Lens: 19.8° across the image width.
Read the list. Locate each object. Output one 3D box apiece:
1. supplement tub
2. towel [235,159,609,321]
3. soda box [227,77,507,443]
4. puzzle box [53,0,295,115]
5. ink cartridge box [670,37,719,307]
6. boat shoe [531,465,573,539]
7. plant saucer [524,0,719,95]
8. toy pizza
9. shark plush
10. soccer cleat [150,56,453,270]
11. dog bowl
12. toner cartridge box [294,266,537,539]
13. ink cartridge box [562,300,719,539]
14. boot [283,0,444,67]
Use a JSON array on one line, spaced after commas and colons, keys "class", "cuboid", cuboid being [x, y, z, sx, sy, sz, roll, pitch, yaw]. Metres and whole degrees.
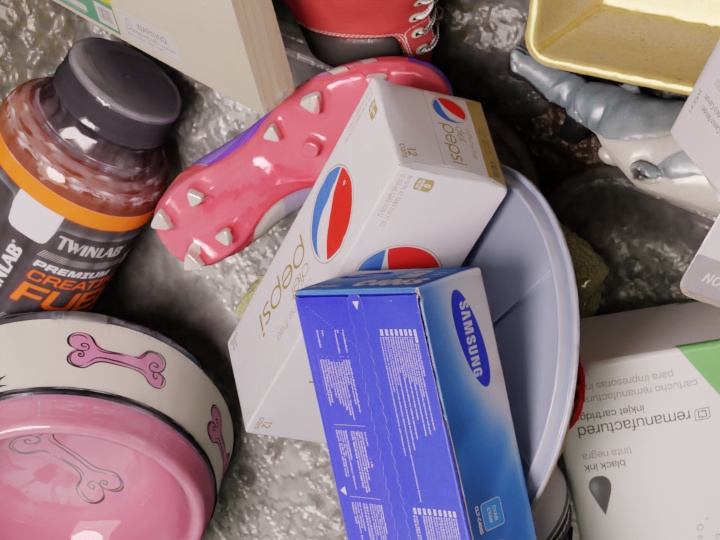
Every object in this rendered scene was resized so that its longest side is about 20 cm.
[{"class": "supplement tub", "cuboid": [-0.179, -0.036, 1.180, 0.107, 0.107, 0.200, 40, 120, 7]}, {"class": "towel", "cuboid": [0.030, 0.017, 1.144, 0.148, 0.036, 0.200, 46, 120, 5]}, {"class": "soda box", "cuboid": [0.000, 0.000, 1.064, 0.063, 0.068, 0.200, 10, 132, -24]}, {"class": "puzzle box", "cuboid": [-0.120, -0.171, 1.067, 0.200, 0.025, 0.133, 31, 150, 37]}, {"class": "ink cartridge box", "cuboid": [0.252, -0.051, 0.930, 0.199, 0.084, 0.176, 19, 113, -17]}, {"class": "boat shoe", "cuboid": [0.080, 0.139, 1.096, 0.066, 0.070, 0.200, 35, 163, -8]}, {"class": "plant saucer", "cuboid": [0.190, -0.182, 0.993, 0.199, 0.048, 0.201, 14, 112, 20]}, {"class": "toy pizza", "cuboid": [0.060, 0.047, 1.045, 0.200, 0.032, 0.201, -24, 62, 59]}, {"class": "shark plush", "cuboid": [0.173, -0.074, 1.049, 0.200, 0.091, 0.084, 20, 91, 33]}, {"class": "soccer cleat", "cuboid": [-0.030, -0.066, 1.118, 0.200, 0.077, 0.067, -31, 103, 30]}, {"class": "dog bowl", "cuboid": [-0.172, 0.117, 1.192, 0.199, 0.074, 0.201, -2, 134, -2]}, {"class": "toner cartridge box", "cuboid": [0.032, 0.100, 0.979, 0.095, 0.043, 0.201, -2, 103, 50]}, {"class": "ink cartridge box", "cuboid": [0.185, 0.121, 1.064, 0.146, 0.083, 0.201, -11, 104, 11]}, {"class": "boot", "cuboid": [0.043, -0.160, 1.037, 0.199, 0.073, 0.144, -7, 144, 28]}]
